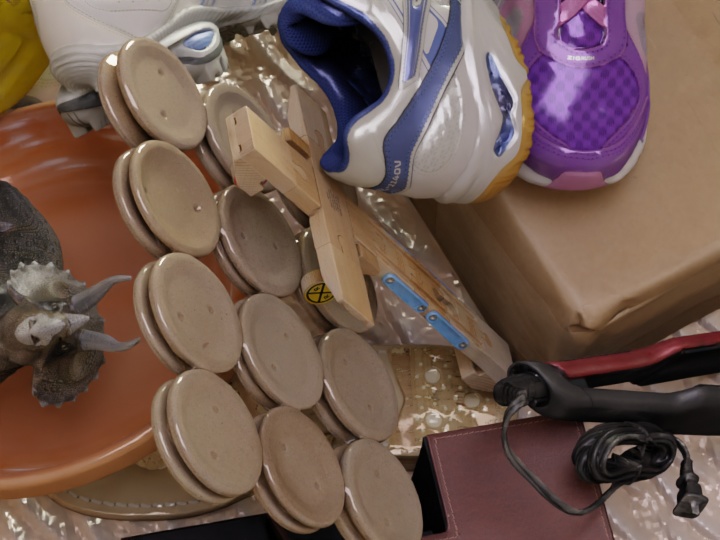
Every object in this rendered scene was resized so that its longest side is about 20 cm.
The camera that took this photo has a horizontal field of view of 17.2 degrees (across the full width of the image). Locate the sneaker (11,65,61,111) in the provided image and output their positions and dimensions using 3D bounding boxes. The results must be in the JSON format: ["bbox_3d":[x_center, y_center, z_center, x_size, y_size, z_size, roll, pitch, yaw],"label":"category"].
[{"bbox_3d":[-0.135,-0.167,1.095,0.070,0.080,0.201,13,67,-3],"label":"sneaker"}]

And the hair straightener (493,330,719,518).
[{"bbox_3d":[0.127,0.064,0.990,0.200,0.041,0.077,0,60,-48],"label":"hair straightener"}]

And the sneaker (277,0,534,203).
[{"bbox_3d":[0.006,-0.122,0.965,0.088,0.075,0.200,0,60,-29],"label":"sneaker"}]

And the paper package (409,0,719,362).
[{"bbox_3d":[0.114,-0.073,1.068,0.190,0.104,0.200,-26,71,-18],"label":"paper package"}]

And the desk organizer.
[{"bbox_3d":[0.002,0.120,0.987,0.199,0.072,0.077,-9,65,-10],"label":"desk organizer"}]

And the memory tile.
[{"bbox_3d":[-0.040,0.012,0.937,0.017,0.153,0.200,-28,58,29],"label":"memory tile"}]

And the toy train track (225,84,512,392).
[{"bbox_3d":[0.000,0.000,0.969,0.032,0.200,0.115,-30,47,19],"label":"toy train track"}]

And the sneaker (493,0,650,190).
[{"bbox_3d":[0.088,-0.133,0.987,0.080,0.089,0.201,5,67,-6],"label":"sneaker"}]

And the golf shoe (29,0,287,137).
[{"bbox_3d":[-0.075,-0.138,1.042,0.200,0.078,0.097,-42,111,-55],"label":"golf shoe"}]

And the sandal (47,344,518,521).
[{"bbox_3d":[-0.034,0.054,1.011,0.211,0.070,0.078,-5,67,-9],"label":"sandal"}]

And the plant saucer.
[{"bbox_3d":[-0.131,0.014,1.007,0.200,0.037,0.201,-7,52,9],"label":"plant saucer"}]

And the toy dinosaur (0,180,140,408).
[{"bbox_3d":[-0.159,0.004,0.965,0.102,0.077,0.200,-13,34,-14],"label":"toy dinosaur"}]

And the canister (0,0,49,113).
[{"bbox_3d":[-0.232,-0.160,1.033,0.148,0.087,0.200,4,43,-54],"label":"canister"}]
